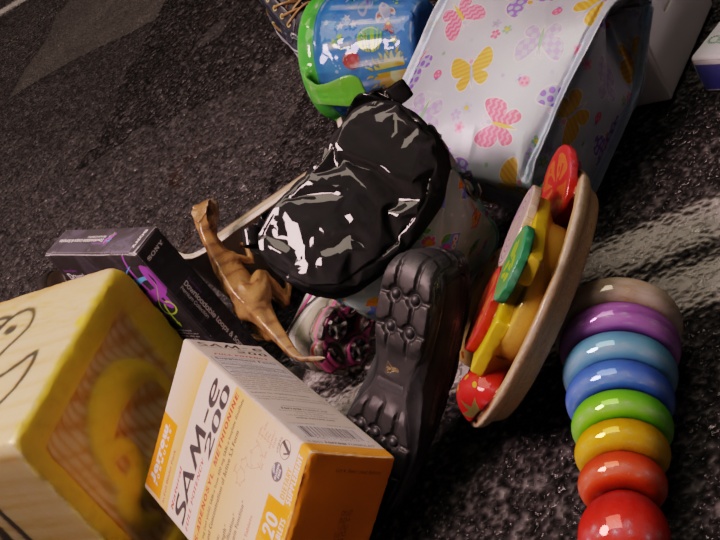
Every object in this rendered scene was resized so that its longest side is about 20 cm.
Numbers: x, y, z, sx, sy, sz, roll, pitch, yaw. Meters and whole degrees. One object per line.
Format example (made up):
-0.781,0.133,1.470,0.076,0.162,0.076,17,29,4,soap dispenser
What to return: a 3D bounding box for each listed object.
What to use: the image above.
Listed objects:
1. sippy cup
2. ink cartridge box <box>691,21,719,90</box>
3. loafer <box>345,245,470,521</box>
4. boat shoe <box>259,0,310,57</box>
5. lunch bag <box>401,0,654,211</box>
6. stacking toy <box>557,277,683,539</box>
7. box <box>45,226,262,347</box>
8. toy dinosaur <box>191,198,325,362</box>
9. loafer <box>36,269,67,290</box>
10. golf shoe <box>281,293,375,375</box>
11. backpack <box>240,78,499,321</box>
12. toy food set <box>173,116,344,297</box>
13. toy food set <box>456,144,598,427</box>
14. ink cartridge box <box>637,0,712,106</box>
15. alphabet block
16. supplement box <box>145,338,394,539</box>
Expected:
0.020,-0.236,1.375,0.129,0.139,0.180,-3,68,30,sippy cup
0.398,-0.223,1.027,0.200,0.043,0.196,-48,30,-23,ink cartridge box
0.037,0.080,0.891,0.068,0.202,0.070,25,22,35,loafer
-0.083,-0.329,1.641,0.071,0.091,0.200,-40,30,-6,boat shoe
0.137,-0.156,1.058,0.169,0.127,0.202,20,85,38,lunch bag
0.160,0.101,0.793,0.085,0.086,0.201,-19,38,28,stacking toy
-0.162,0.042,1.091,0.142,0.200,0.036,1,49,46,box
-0.086,0.030,1.057,0.060,0.106,0.200,-41,64,4,toy dinosaur
-0.293,0.050,1.367,0.071,0.073,0.200,-30,34,-7,loafer
0.000,0.000,1.108,0.092,0.073,0.200,6,51,53,golf shoe
0.022,-0.030,0.962,0.167,0.200,0.127,-43,71,6,backpack
-0.071,-0.051,1.175,0.199,0.144,0.061,-35,62,5,toy food set
0.112,0.013,0.895,0.200,0.048,0.199,-67,0,-58,toy food set
0.204,-0.215,1.179,0.199,0.084,0.146,-7,41,41,ink cartridge box
-0.246,0.145,1.046,0.199,0.197,0.196,-15,38,33,alphabet block
-0.072,0.144,0.908,0.200,0.073,0.127,31,107,53,supplement box
